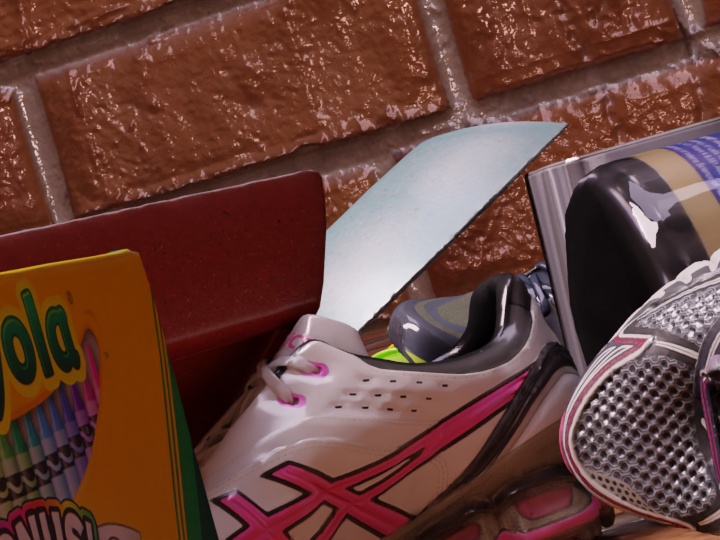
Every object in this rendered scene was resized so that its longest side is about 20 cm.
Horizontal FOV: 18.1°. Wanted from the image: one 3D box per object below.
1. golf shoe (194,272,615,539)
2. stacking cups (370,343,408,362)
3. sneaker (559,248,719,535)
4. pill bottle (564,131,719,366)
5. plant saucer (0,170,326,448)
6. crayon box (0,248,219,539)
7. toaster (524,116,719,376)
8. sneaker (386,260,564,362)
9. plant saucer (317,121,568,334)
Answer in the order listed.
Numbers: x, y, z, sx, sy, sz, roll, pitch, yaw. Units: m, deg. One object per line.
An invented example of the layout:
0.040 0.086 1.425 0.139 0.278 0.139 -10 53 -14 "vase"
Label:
-0.023 0.063 0.668 0.200 0.092 0.073 -17 3 -27 "golf shoe"
-0.002 0.073 1.024 0.060 0.061 0.200 -15 2 23 "stacking cups"
0.119 0.030 0.546 0.075 0.081 0.200 -18 2 -39 "sneaker"
0.173 -0.003 0.697 0.200 0.112 0.112 -15 0 -11 "pill bottle"
-0.102 0.068 0.659 0.200 0.037 0.200 -15 -37 -53 "plant saucer"
-0.078 0.064 0.389 0.058 0.119 0.200 -15 1 13 "crayon box"
0.153 -0.001 0.861 0.200 0.119 0.181 -16 -1 4 "toaster"
0.105 0.009 1.071 0.200 0.081 0.074 -9 34 -25 "sneaker"
0.000 0.000 0.908 0.201 0.039 0.201 -45 -1 -1 "plant saucer"
